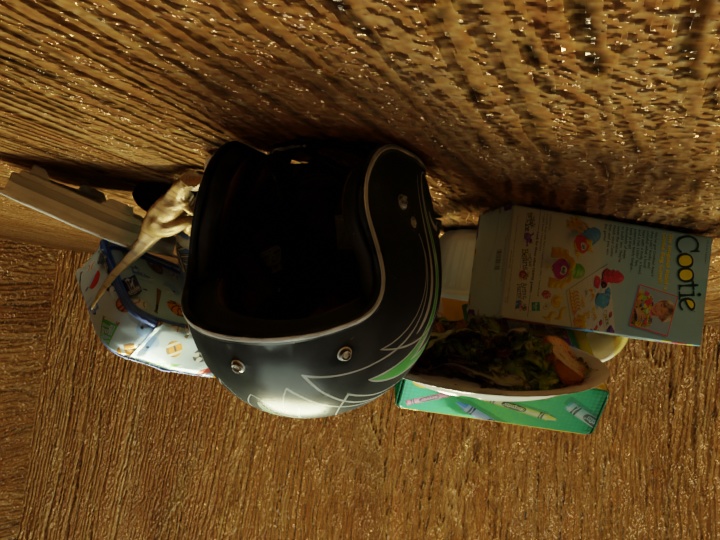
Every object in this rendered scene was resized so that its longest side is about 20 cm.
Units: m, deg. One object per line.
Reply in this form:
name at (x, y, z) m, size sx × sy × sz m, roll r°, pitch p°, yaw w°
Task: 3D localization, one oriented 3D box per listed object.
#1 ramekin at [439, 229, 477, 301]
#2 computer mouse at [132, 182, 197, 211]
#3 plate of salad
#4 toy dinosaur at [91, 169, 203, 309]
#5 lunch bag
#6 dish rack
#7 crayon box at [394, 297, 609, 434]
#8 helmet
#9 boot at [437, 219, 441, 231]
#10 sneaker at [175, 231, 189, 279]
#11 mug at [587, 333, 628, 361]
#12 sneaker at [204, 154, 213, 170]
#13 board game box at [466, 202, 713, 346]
ramekin at (0.175, 0.008, 0.951) m, size 0.199 × 0.096 × 0.202 m, roll 7°, pitch 176°, yaw 0°
computer mouse at (-0.166, -0.072, 0.870) m, size 0.197 × 0.035 × 0.059 m, roll 6°, pitch 176°, yaw 14°
plate of salad at (0.107, 0.065, 0.649) m, size 0.197 × 0.049 × 0.200 m, roll 2°, pitch -170°, yaw 0°
toy dinosaur at (-0.205, -0.050, 0.795) m, size 0.200 × 0.061 × 0.106 m, roll -45°, pitch 163°, yaw 32°
lunch bag at (-0.238, 0.041, 0.915) m, size 0.199 × 0.076 × 0.161 m, roll 30°, pitch -160°, yaw -47°
dish rack at (-0.305, -0.069, 0.900) m, size 0.170 × 0.044 × 0.200 m, roll 22°, pitch 178°, yaw 7°
crayon box at (0.134, 0.090, 0.771) m, size 0.197 × 0.059 × 0.119 m, roll 9°, pitch -149°, yaw -5°
helmet at (-0.032, 0.009, 0.562) m, size 0.197 × 0.194 × 0.200 m, roll 7°, pitch 177°, yaw 0°
boot at (0.000, 0.000, 0.880) m, size 0.198 × 0.133 × 0.067 m, roll 5°, pitch 176°, yaw 35°
sneaker at (-0.195, -0.033, 0.964) m, size 0.076 × 0.086 × 0.200 m, roll 7°, pitch -168°, yaw 0°
mug at (0.408, 0.081, 1.330) m, size 0.184 × 0.152 × 0.153 m, roll 13°, pitch -174°, yaw 17°
sneaker at (-0.089, -0.031, 0.713) m, size 0.072 × 0.114 × 0.200 m, roll 7°, pitch 177°, yaw 23°
board game box at (0.217, 0.007, 0.745) m, size 0.197 × 0.106 × 0.103 m, roll 9°, pitch 177°, yaw -9°
